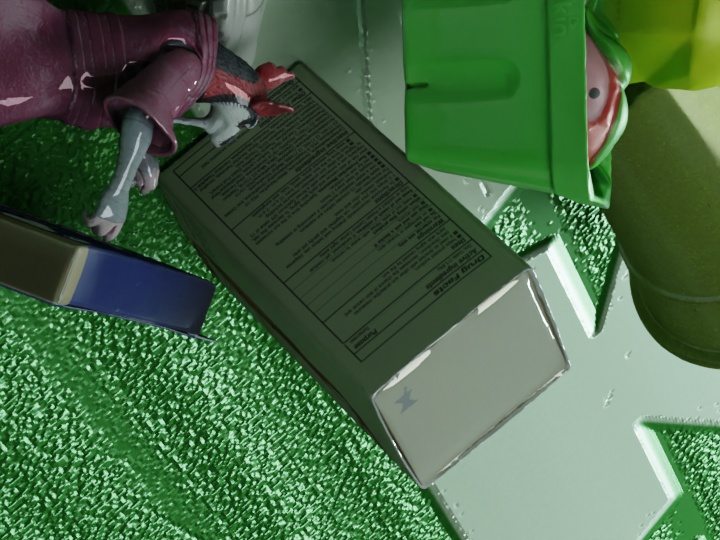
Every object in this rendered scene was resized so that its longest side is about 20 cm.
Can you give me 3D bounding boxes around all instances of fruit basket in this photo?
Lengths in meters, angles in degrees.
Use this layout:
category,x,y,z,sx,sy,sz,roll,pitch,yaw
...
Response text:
category,x,y,z,sx,sy,sz,roll,pitch,yaw
fruit basket,0.124,-0.131,1.284,0.216,0.215,0.155,-50,172,6

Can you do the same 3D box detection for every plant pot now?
category,x,y,z,sx,sy,sz,roll,pitch,yaw
plant pot,0.188,-0.080,1.454,0.200,0.200,0.190,-45,127,0

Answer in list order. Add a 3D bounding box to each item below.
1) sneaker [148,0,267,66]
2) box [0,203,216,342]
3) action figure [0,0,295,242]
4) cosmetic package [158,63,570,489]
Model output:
category,x,y,z,sx,sy,sz,roll,pitch,yaw
sneaker,-0.044,-0.173,1.239,0.099,0.078,0.201,-18,134,-34
box,-0.145,-0.007,1.221,0.033,0.121,0.200,-70,162,-1
action figure,-0.126,-0.095,1.196,0.199,0.134,0.150,-2,101,-14
cosmetic package,0.000,0.000,1.323,0.103,0.200,0.087,-37,139,-9
